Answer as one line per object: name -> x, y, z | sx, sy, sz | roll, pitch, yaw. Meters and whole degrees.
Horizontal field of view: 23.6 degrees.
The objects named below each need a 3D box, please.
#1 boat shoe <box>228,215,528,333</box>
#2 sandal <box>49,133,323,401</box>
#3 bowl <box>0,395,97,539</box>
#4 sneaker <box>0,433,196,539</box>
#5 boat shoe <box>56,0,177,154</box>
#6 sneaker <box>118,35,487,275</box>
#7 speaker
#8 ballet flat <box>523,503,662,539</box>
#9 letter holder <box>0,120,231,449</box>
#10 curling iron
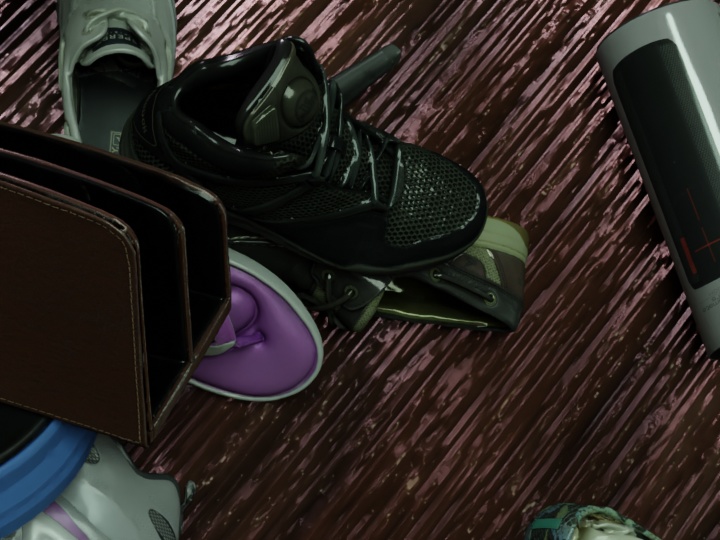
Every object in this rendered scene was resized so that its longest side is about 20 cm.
boat shoe -> 0.000, 0.000, 0.954 | 0.199, 0.072, 0.067 | 4, 65, -15
sandal -> -0.110, 0.012, 0.908 | 0.202, 0.083, 0.050 | 36, 25, -14
bowl -> -0.228, 0.056, 0.855 | 0.198, 0.040, 0.202 | 1, 43, -1
sneaker -> -0.181, 0.108, 0.882 | 0.198, 0.078, 0.141 | 21, 65, -12
boat shoe -> -0.139, -0.115, 0.968 | 0.071, 0.066, 0.202 | 6, 70, -10
sneaker -> -0.015, -0.055, 0.871 | 0.198, 0.114, 0.077 | 18, 70, -16
speaker -> 0.208, -0.052, 1.012 | 0.080, 0.081, 0.202 | -13, 75, -16
ballet flat -> 0.179, 0.188, 0.927 | 0.199, 0.074, 0.075 | 27, 68, -2
letter holder -> -0.171, -0.025, 0.809 | 0.198, 0.143, 0.101 | 15, 45, 14
curling iron -> -0.042, -0.081, 0.977 | 0.199, 0.049, 0.026 | -34, 92, -38
